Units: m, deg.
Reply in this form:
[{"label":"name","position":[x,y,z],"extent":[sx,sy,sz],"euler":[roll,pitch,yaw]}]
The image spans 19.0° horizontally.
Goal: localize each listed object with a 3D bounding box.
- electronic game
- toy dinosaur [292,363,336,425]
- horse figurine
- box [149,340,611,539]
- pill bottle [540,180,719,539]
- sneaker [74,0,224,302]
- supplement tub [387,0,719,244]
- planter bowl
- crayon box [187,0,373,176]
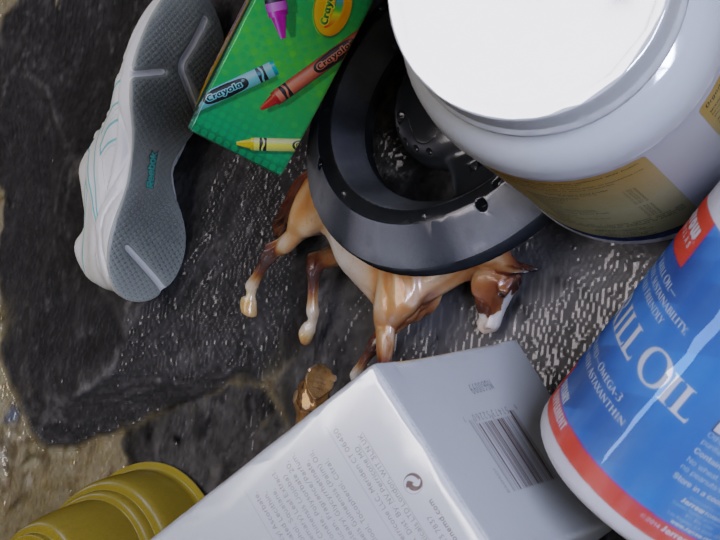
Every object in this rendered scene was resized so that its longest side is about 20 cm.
[{"label":"electronic game","position":[0.055,-0.089,1.124],"extent":[0.200,0.042,0.200],"euler":[-20,53,29]},{"label":"toy dinosaur","position":[-0.021,0.152,1.132],"extent":[0.106,0.060,0.201],"euler":[-36,68,62]},{"label":"horse figurine","position":[0.000,0.000,1.179],"extent":[0.200,0.050,0.133],"euler":[47,119,44]},{"label":"box","position":[-0.002,0.135,1.013],"extent":[0.200,0.152,0.106],"euler":[-39,75,24]},{"label":"pill bottle","position":[0.175,0.023,0.916],"extent":[0.200,0.112,0.112],"euler":[-55,43,22]},{"label":"sneaker","position":[-0.143,-0.084,1.360],"extent":[0.080,0.070,0.201],"euler":[12,88,53]},{"label":"supplement tub","position":[0.103,-0.099,0.945],"extent":[0.144,0.200,0.145],"euler":[-5,77,21]},{"label":"planter bowl","position":[-0.171,0.207,1.284],"extent":[0.200,0.083,0.201],"euler":[-20,62,45]},{"label":"crayon box","position":[-0.037,-0.136,1.183],"extent":[0.119,0.058,0.200],"euler":[-62,7,14]}]
